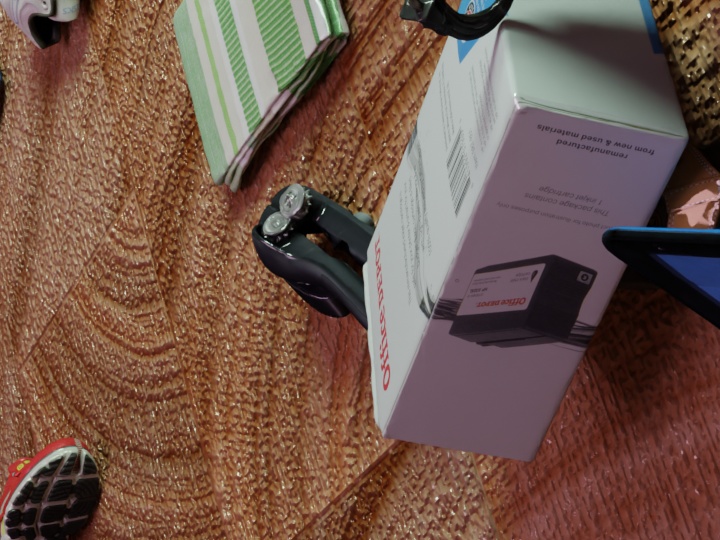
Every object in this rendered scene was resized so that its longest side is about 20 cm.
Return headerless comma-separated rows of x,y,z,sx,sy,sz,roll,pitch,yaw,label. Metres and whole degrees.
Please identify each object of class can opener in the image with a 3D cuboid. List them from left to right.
0.000,0.000,1.105,0.063,0.079,0.200,-52,38,-6,can opener

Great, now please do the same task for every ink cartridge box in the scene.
0.071,-0.032,0.873,0.145,0.083,0.200,-94,19,-51,ink cartridge box

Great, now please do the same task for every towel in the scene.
-0.071,-0.163,1.233,0.200,0.023,0.153,-48,52,53,towel

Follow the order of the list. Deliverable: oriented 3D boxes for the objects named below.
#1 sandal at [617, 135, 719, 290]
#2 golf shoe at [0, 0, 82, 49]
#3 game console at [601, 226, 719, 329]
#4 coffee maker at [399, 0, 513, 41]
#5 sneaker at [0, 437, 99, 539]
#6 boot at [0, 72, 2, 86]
0.148,-0.030,0.833,0.200,0.054,0.082,-9,84,61,sandal
-0.243,-0.255,1.491,0.097,0.078,0.200,61,150,9,golf shoe
0.193,0.068,0.704,0.200,0.118,0.171,5,97,60,game console
0.140,-0.167,0.722,0.200,0.134,0.193,22,103,48,coffee maker
-0.283,0.193,1.588,0.200,0.077,0.085,-57,41,46,sneaker
-0.394,-0.208,1.751,0.200,0.073,0.090,54,131,31,boot
